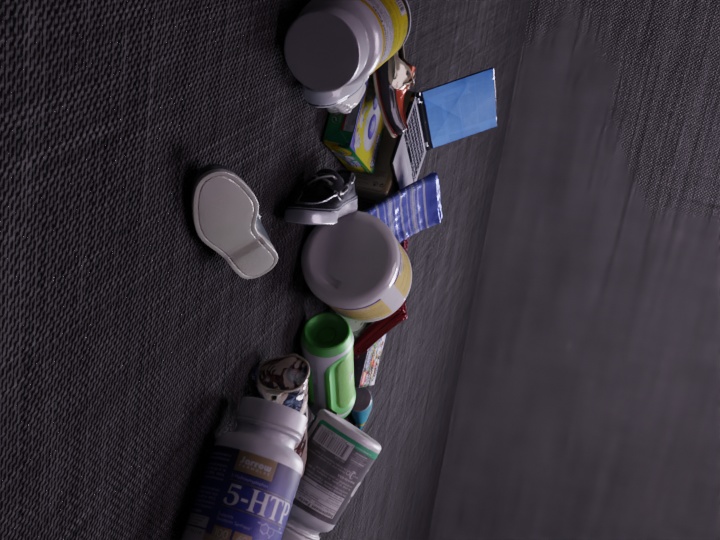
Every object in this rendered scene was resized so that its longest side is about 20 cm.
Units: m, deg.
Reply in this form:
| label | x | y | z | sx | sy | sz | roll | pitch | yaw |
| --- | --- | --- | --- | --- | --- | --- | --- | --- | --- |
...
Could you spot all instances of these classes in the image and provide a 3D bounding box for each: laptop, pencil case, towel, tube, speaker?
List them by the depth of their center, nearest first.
| label | x | y | z | sx | sy | sz | roll | pitch | yaw |
| --- | --- | --- | --- | --- | --- | --- | --- | --- | --- |
| pencil case | -0.114 | 0.217 | 1.526 | 0.089 | 0.078 | 0.200 | -45 | 147 | -49 |
| speaker | -0.050 | 0.156 | 1.722 | 0.200 | 0.088 | 0.089 | 88 | 20 | -49 |
| laptop | 0.138 | -0.207 | 1.757 | 0.187 | 0.116 | 0.200 | 68 | 38 | -66 |
| towel | 0.046 | -0.073 | 1.760 | 0.200 | 0.024 | 0.145 | -31 | 154 | -10 |
| towel | 0.035 | 0.035 | 1.838 | 0.145 | 0.022 | 0.200 | -42 | -149 | 39 |
| tube | 0.002 | 0.273 | 2.173 | 0.200 | 0.050 | 0.078 | 76 | 37 | -74 |

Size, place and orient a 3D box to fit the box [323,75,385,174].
| label | x | y | z | sx | sy | sz | roll | pitch | yaw |
| --- | --- | --- | --- | --- | --- | --- | --- | --- | --- |
| box | -0.001 | -0.218 | 1.629 | 0.200 | 0.048 | 0.118 | 37 | 66 | -78 |

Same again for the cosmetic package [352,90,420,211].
| label | x | y | z | sx | sy | sz | roll | pitch | yaw |
| --- | --- | --- | --- | --- | --- | --- | --- | --- | --- |
| cosmetic package | 0.044 | -0.192 | 1.792 | 0.104 | 0.073 | 0.200 | 77 | 31 | -63 |

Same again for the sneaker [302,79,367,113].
| label | x | y | z | sx | sy | sz | roll | pitch | yaw |
| --- | --- | --- | --- | --- | --- | --- | --- | --- | --- |
| sneaker | -0.025 | -0.241 | 1.440 | 0.200 | 0.073 | 0.071 | -54 | 152 | -59 |

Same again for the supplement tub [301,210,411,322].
| label | x | y | z | sx | sy | sz | roll | pitch | yaw |
| --- | --- | --- | --- | --- | --- | --- | --- | --- | --- |
| supplement tub | 0.000 | 0.000 | 1.636 | 0.200 | 0.145 | 0.146 | 49 | 56 | -75 |

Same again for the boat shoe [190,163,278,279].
| label | x | y | z | sx | sy | sz | roll | pitch | yaw |
| --- | --- | --- | --- | --- | --- | --- | --- | --- | --- |
| boat shoe | -0.145 | -0.062 | 1.187 | 0.062 | 0.073 | 0.200 | 61 | -3 | 31 |

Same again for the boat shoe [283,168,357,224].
| label | x | y | z | sx | sy | sz | roll | pitch | yaw |
| --- | --- | --- | --- | --- | --- | --- | --- | --- | --- |
| boat shoe | -0.050 | -0.105 | 1.481 | 0.200 | 0.072 | 0.068 | -29 | 123 | -67 |

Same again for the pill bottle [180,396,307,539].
| label | x | y | z | sx | sy | sz | roll | pitch | yaw |
| --- | --- | --- | --- | --- | --- | --- | --- | --- | --- |
| pill bottle | -0.140 | 0.269 | 1.372 | 0.120 | 0.119 | 0.200 | 70 | 35 | -68 |

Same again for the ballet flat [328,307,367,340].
| label | x | y | z | sx | sy | sz | roll | pitch | yaw |
| --- | --- | --- | --- | --- | --- | --- | --- | --- | --- |
| ballet flat | 0.001 | 0.045 | 1.772 | 0.201 | 0.072 | 0.072 | -57 | 170 | 11 |

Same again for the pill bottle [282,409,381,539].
| label | x | y | z | sx | sy | sz | roll | pitch | yaw |
| --- | --- | --- | --- | --- | --- | --- | --- | --- | --- |
| pill bottle | -0.066 | 0.320 | 1.629 | 0.200 | 0.113 | 0.113 | -57 | 166 | -3 |

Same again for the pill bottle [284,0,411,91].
| label | x | y | z | sx | sy | sz | roll | pitch | yaw |
| --- | --- | --- | --- | --- | --- | --- | --- | --- | --- |
| pill bottle | -0.016 | -0.292 | 1.335 | 0.200 | 0.114 | 0.115 | -52 | 153 | -60 |

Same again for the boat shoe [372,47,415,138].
| label | x | y | z | sx | sy | sz | roll | pitch | yaw |
| --- | --- | --- | --- | --- | --- | --- | --- | --- | --- |
| boat shoe | 0.048 | -0.294 | 1.566 | 0.071 | 0.062 | 0.200 | -22 | 102 | -82 |

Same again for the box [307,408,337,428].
| label | x | y | z | sx | sy | sz | roll | pitch | yaw |
| --- | --- | --- | --- | --- | --- | --- | --- | --- | --- |
| box | -0.097 | 0.337 | 1.738 | 0.163 | 0.021 | 0.200 | -38 | 146 | -37 |

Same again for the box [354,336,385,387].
| label | x | y | z | sx | sy | sz | roll | pitch | yaw |
| --- | --- | --- | --- | --- | --- | --- | --- | --- | --- |
| box | 0.019 | 0.122 | 2.086 | 0.137 | 0.038 | 0.200 | 13 | 90 | -77 |
